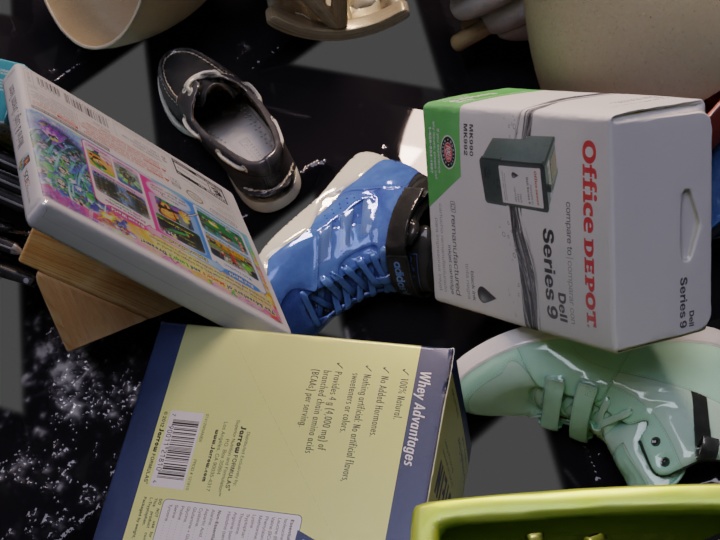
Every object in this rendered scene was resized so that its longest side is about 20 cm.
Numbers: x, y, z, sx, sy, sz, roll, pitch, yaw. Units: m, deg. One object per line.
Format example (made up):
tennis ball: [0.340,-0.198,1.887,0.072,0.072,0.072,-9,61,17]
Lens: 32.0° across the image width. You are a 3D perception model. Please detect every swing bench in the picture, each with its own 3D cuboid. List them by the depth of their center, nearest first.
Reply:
swing bench: [-0.056,-0.331,1.093,0.128,0.201,0.201,-18,54,8]

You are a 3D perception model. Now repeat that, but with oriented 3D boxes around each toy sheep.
toy sheep: [0.116,-0.256,1.032,0.137,0.201,0.138,-30,19,12]

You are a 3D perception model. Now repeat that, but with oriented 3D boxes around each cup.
cup: [0.195,-0.213,0.916,0.199,0.144,0.201,-31,22,14]

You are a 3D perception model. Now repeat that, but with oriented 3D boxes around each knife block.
knife block: [-0.205,-0.041,0.939,0.197,0.178,0.064,-21,13,-4]

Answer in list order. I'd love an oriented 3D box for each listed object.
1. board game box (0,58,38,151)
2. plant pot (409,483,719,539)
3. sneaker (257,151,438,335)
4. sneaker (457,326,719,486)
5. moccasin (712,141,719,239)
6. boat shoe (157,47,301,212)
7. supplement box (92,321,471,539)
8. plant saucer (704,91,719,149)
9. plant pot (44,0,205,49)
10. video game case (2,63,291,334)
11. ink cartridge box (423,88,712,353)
board game box: [-0.279,-0.117,0.983,0.149,0.200,0.048,16,81,20]
plant pot: [0.130,0.246,0.675,0.196,0.183,0.202,-3,56,8]
sneaker: [0.000,-0.001,0.927,0.110,0.077,0.200,19,55,32]
sneaker: [0.155,0.101,0.831,0.197,0.074,0.120,-5,52,6]
moccasin: [0.254,-0.045,0.911,0.198,0.068,0.082,-26,66,20]
boat shoe: [-0.117,-0.132,1.048,0.073,0.061,0.201,-29,56,-8]
supplement box: [-0.044,0.158,0.794,0.196,0.135,0.203,4,58,14]
plant saucer: [0.214,-0.118,0.938,0.200,0.037,0.199,-45,23,-20]
plant pot: [-0.188,-0.302,1.118,0.133,0.202,0.200,-11,45,-42]
video game case: [-0.146,-0.043,0.844,0.024,0.199,0.183,-47,37,16]
ink cartridge box: [0.131,-0.041,0.831,0.083,0.149,0.199,-11,13,-29]
